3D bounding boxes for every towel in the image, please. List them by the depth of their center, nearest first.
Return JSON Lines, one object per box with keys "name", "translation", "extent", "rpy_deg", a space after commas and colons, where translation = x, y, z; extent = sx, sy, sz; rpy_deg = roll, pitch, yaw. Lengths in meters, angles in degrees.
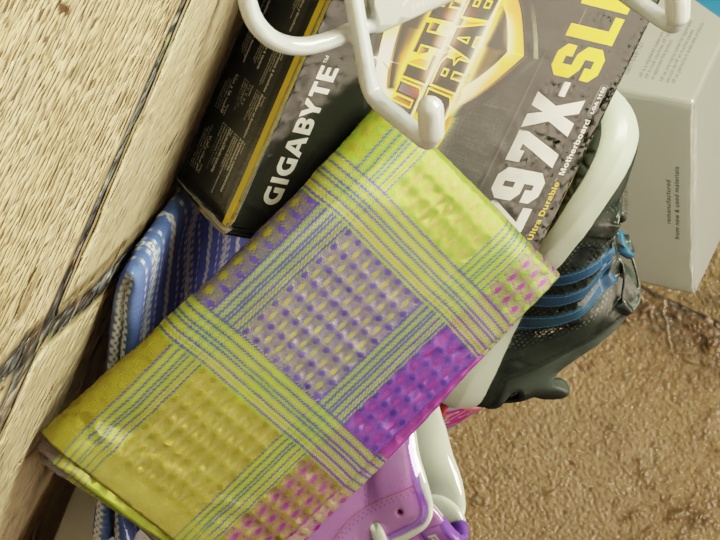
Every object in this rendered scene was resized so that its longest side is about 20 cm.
{"name": "towel", "translation": [-0.025, 0.036, 1.187], "extent": [0.200, 0.023, 0.144], "rpy_deg": [-45, 135, 3]}
{"name": "towel", "translation": [-0.059, 0.008, 1.253], "extent": [0.200, 0.024, 0.146], "rpy_deg": [-56, 158, -52]}

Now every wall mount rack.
{"name": "wall mount rack", "translation": [0.052, -0.145, 1.072], "extent": [0.199, 0.075, 0.175], "rpy_deg": [-26, 129, -20]}

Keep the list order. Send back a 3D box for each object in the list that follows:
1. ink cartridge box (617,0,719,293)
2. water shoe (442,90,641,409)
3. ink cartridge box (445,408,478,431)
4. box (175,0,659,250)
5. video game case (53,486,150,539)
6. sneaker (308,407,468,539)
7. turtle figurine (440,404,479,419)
{"name": "ink cartridge box", "translation": [0.119, -0.103, 1.705], "extent": [0.145, 0.199, 0.148], "rpy_deg": [83, 27, -43]}
{"name": "water shoe", "translation": [0.090, -0.013, 1.312], "extent": [0.200, 0.078, 0.072], "rpy_deg": [121, -36, -48]}
{"name": "ink cartridge box", "translation": [-0.028, 0.105, 1.590], "extent": [0.199, 0.042, 0.119], "rpy_deg": [-33, 168, 25]}
{"name": "box", "translation": [0.036, -0.099, 1.178], "extent": [0.159, 0.049, 0.201], "rpy_deg": [9, 115, -40]}
{"name": "video game case", "translation": [-0.094, 0.159, 1.317], "extent": [0.201, 0.023, 0.182], "rpy_deg": [-70, 152, -25]}
{"name": "sneaker", "translation": [-0.012, 0.139, 1.327], "extent": [0.073, 0.114, 0.202], "rpy_deg": [0, 99, -66]}
{"name": "turtle figurine", "translation": [0.000, 0.000, 1.425], "extent": [0.100, 0.149, 0.201], "rpy_deg": [-9, 114, -36]}
